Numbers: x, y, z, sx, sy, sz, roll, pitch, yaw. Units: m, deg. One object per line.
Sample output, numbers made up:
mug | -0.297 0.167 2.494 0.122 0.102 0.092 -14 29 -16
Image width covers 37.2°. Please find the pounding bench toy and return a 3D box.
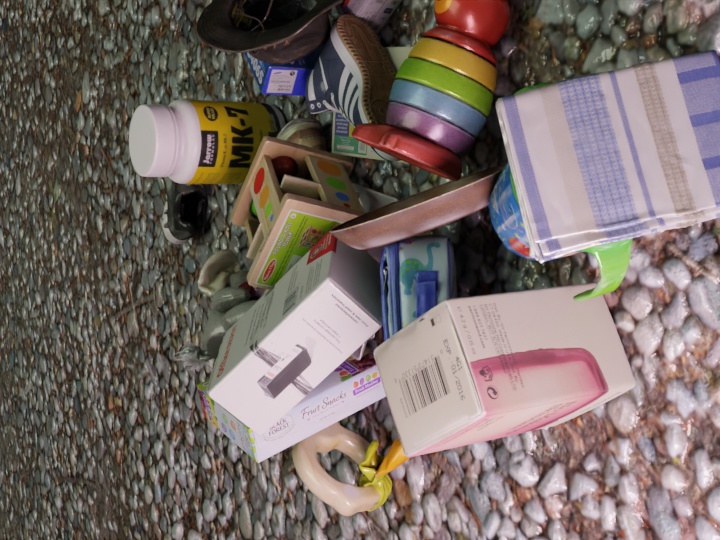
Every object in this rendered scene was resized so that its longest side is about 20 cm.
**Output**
pounding bench toy | -0.088 -0.037 1.316 0.201 0.123 0.156 -63 31 28

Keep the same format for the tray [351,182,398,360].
tray | 0.000 0.000 1.319 0.107 0.022 0.202 25 104 51

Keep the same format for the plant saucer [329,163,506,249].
plant saucer | 0.066 -0.062 1.098 0.200 0.199 0.032 -11 102 55

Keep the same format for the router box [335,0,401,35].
router box | 0.020 -0.412 1.255 0.200 0.048 0.181 -46 56 46

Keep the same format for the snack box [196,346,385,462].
snack box | -0.079 0.145 1.307 0.142 0.199 0.053 24 132 52

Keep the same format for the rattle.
rattle | -0.030 0.185 1.295 0.200 0.129 0.144 51 141 29

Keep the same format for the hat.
hat | -0.091 -0.298 1.281 0.200 0.200 0.081 41 163 46

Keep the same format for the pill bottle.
pill bottle | -0.209 -0.176 1.471 0.114 0.199 0.116 8 99 54

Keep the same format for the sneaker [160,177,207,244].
sneaker | -0.281 -0.144 1.700 0.090 0.066 0.202 -4 93 52

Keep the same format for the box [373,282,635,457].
box | 0.134 0.091 0.997 0.128 0.199 0.110 -40 62 49

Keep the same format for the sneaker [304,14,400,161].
sneaker | -0.003 -0.188 1.244 0.109 0.070 0.201 -49 51 44

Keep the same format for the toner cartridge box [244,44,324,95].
toner cartridge box | -0.107 -0.305 1.386 0.201 0.094 0.043 65 144 38

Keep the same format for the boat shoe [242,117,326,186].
boat shoe | -0.102 -0.116 1.435 0.200 0.075 0.072 -55 52 44

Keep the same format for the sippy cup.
sippy cup | 0.182 -0.070 0.977 0.130 0.138 0.179 135 152 -71

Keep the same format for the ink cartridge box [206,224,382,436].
ink cartridge box | -0.070 0.066 1.193 0.200 0.084 0.145 -42 17 20

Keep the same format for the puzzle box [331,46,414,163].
puzzle box | 0.031 -0.199 1.276 0.199 0.025 0.134 16 106 54

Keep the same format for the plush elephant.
plush elephant | -0.149 0.057 1.469 0.198 0.165 0.156 -12 41 24

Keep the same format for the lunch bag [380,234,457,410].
lunch bag | 0.066 0.062 1.136 0.161 0.082 0.202 1 -94 -87

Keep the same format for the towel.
towel | 0.220 -0.097 0.889 0.024 0.198 0.148 84 173 -77

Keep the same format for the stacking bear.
stacking bear | 0.091 -0.206 1.104 0.202 0.113 0.121 -67 26 3
